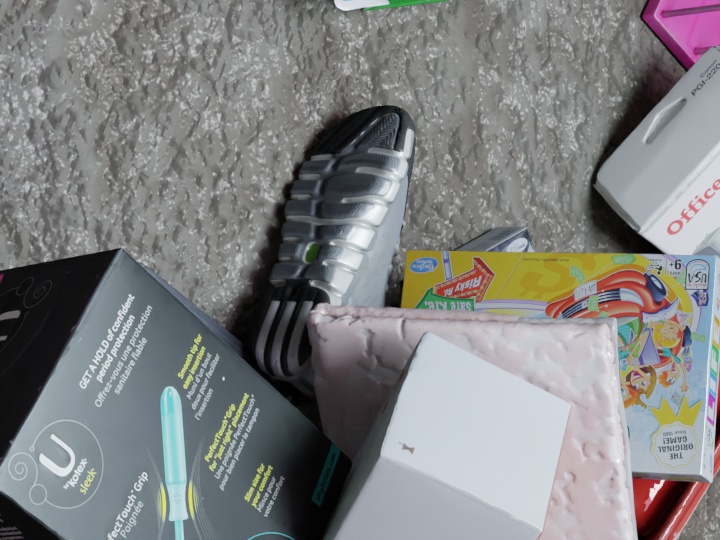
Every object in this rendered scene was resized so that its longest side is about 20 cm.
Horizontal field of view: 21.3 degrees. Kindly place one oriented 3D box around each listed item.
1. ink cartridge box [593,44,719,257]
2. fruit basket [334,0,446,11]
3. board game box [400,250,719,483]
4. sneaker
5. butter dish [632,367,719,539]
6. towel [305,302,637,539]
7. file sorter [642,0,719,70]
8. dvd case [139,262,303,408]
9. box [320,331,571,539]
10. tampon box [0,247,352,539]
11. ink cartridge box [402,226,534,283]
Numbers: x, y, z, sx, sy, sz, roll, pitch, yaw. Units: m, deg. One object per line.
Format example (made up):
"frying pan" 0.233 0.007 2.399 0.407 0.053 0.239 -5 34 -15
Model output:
"ink cartridge box" 0.295 -0.055 1.432 0.200 0.085 0.146 33 105 -34
"fruit basket" 0.037 -0.275 1.248 0.185 0.094 0.201 -12 94 -40
"board game box" 0.120 0.057 1.177 0.034 0.200 0.135 35 58 -64
"sneaker" 0.000 0.000 1.238 0.116 0.075 0.200 47 59 -46
"butter dish" 0.154 0.090 1.258 0.148 0.199 0.200 38 70 -6
"towel" 0.069 0.114 1.143 0.032 0.191 0.200 -50 137 -58
"file sorter" 0.345 -0.195 1.487 0.200 0.125 0.139 41 65 -33
"dvd case" -0.130 0.119 1.146 0.150 0.025 0.200 42 65 -33
"box" 0.027 0.158 1.084 0.097 0.200 0.124 26 33 -1
"tampon box" -0.132 0.111 1.036 0.200 0.126 0.150 45 55 -30
"ink cartridge box" 0.102 0.079 1.336 0.099 0.039 0.200 -30 110 -37
